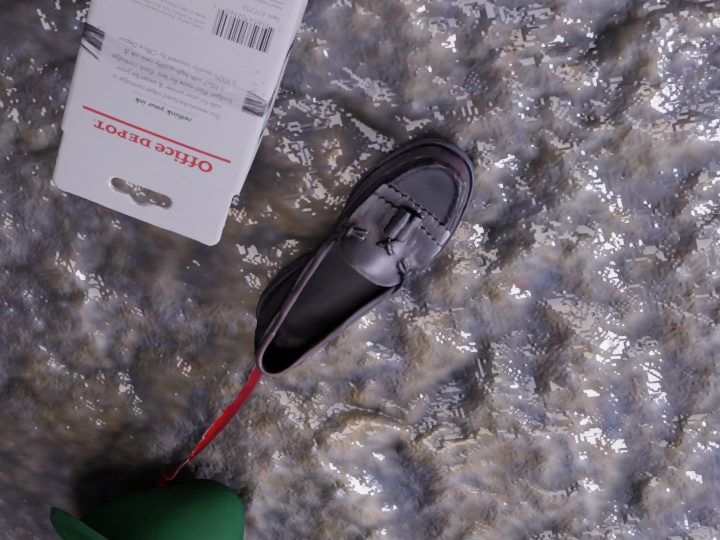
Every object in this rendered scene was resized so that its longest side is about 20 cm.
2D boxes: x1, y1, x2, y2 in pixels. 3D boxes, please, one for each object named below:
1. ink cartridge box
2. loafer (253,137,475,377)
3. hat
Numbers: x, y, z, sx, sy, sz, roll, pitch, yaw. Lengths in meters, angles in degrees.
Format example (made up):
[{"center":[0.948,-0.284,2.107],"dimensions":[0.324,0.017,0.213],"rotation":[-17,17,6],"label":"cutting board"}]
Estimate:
[{"center":[-0.103,-0.125,0.948],"dimensions":[0.115,0.068,0.201],"rotation":[21,126,-2],"label":"ink cartridge box"},{"center":[0.000,0.000,1.015],"dimensions":[0.072,0.063,0.200],"rotation":[37,124,-14],"label":"loafer"},{"center":[-0.109,0.163,1.183],"dimensions":[0.166,0.176,0.200],"rotation":[45,160,-21],"label":"hat"}]
